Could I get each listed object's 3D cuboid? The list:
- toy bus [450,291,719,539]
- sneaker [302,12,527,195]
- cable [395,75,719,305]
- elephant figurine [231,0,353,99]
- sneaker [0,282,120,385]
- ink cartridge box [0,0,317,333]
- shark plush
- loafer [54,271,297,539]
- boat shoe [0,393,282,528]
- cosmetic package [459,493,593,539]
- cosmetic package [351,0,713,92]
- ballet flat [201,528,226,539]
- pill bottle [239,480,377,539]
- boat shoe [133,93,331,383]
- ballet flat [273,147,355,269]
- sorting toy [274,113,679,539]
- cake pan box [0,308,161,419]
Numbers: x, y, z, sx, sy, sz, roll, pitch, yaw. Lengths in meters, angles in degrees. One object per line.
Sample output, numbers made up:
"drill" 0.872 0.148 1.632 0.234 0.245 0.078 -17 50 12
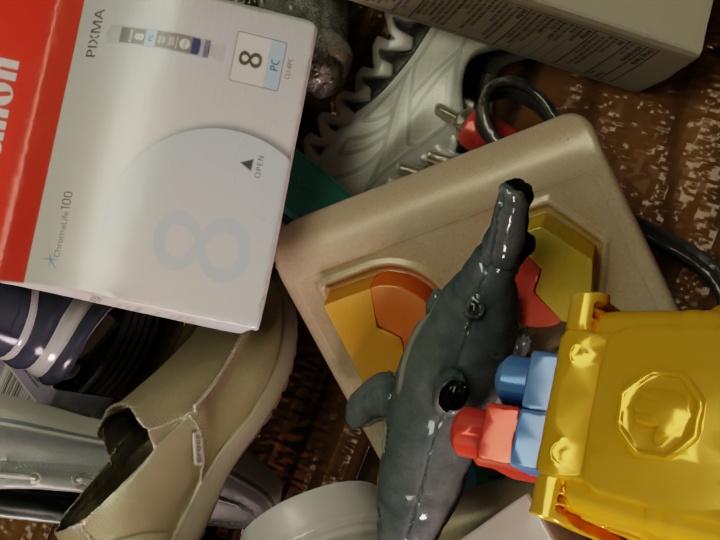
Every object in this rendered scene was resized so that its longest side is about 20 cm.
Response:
"toy bus" 0.148 0.084 0.829 0.191 0.200 0.137 5 77 29
"sneaker" 0.024 -0.076 1.026 0.081 0.075 0.201 33 96 20
"cable" 0.115 -0.032 0.965 0.199 0.050 0.097 26 79 7
"elephant figurine" -0.058 -0.178 1.055 0.141 0.155 0.201 10 74 4
"sneaker" -0.182 -0.012 1.012 0.070 0.108 0.200 -52 19 28
"ink cartridge box" -0.133 -0.067 0.910 0.199 0.047 0.161 12 82 -12
"shark plush" 0.056 0.051 0.871 0.091 0.083 0.200 30 120 -1
"loafer" -0.096 0.079 0.955 0.076 0.068 0.201 -16 45 55
"boat shoe" -0.143 0.125 1.007 0.070 0.200 0.072 123 157 -56
"cosmetic package" 0.116 0.215 0.870 0.085 0.107 0.201 -38 60 16
"cosmetic package" 0.078 -0.169 0.940 0.199 0.103 0.088 17 81 -10
"ballet flat" -0.102 0.181 1.043 0.200 0.066 0.057 38 136 33
"pill bottle" 0.007 0.215 0.928 0.110 0.111 0.201 -32 64 18
"boat shoe" -0.076 -0.020 1.063 0.072 0.072 0.201 40 112 45
"ballet flat" 0.000 0.000 0.994 0.200 0.068 0.062 41 141 -5
"sorting toy" 0.071 0.042 0.926 0.184 0.036 0.201 -20 105 23
"cake pan box" -0.187 -0.010 1.091 0.200 0.052 0.185 42 114 44
